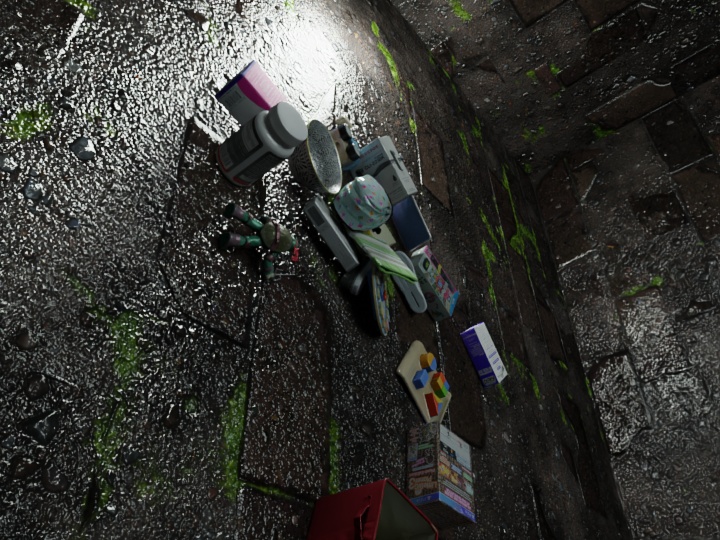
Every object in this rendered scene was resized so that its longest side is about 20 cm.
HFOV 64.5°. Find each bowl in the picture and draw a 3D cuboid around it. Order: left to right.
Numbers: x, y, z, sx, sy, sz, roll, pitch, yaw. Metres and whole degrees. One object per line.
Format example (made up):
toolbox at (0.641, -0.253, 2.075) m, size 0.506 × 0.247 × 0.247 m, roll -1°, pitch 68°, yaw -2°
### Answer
bowl at (-0.132, -0.288, 1.506) m, size 0.200 × 0.093 × 0.203 m, roll -13°, pitch 90°, yaw -70°

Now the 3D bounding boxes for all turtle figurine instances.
turtle figurine at (-0.206, -0.069, 1.243) m, size 0.199 × 0.100 × 0.151 m, roll 22°, pitch 49°, yaw -41°

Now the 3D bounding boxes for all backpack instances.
backpack at (0.004, -0.185, 1.560) m, size 0.167 × 0.127 × 0.200 m, roll 45°, pitch 23°, yaw 6°

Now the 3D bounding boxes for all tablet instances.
tablet at (0.152, -0.172, 1.848) m, size 0.014 × 0.130 × 0.202 m, roll -19°, pitch 83°, yaw -37°

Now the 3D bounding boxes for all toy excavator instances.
toy excavator at (-0.053, -0.394, 1.752) m, size 0.196 × 0.099 × 0.200 m, roll 68°, pitch 17°, yaw 5°

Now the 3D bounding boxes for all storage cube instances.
storage cube at (0.013, 0.515, 1.035) m, size 0.200 × 0.179 × 0.172 m, roll 49°, pitch 33°, yaw -21°

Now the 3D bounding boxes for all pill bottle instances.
pill bottle at (-0.219, -0.283, 1.279) m, size 0.114 × 0.199 × 0.115 m, roll 37°, pitch 39°, yaw -37°

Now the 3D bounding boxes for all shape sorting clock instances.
shape sorting clock at (0.056, 0.073, 1.519) m, size 0.200 × 0.039 × 0.202 m, roll -11°, pitch 90°, yaw -81°

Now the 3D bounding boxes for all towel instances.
towel at (0.054, -0.037, 1.529) m, size 0.148 × 0.031 × 0.200 m, roll 20°, pitch 21°, yaw -37°

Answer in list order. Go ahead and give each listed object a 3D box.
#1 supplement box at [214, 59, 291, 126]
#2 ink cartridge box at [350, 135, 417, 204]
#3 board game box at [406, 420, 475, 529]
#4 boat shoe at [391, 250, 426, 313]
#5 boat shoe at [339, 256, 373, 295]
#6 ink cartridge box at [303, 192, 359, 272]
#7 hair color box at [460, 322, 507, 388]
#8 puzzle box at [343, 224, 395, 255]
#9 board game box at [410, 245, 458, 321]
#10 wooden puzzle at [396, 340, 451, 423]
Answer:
supplement box at (-0.247, -0.403, 1.430) m, size 0.200 × 0.101 × 0.104 m, roll 49°, pitch 32°, yaw -24°
ink cartridge box at (0.064, -0.297, 1.787) m, size 0.201 × 0.144 × 0.084 m, roll 62°, pitch 31°, yaw 0°
board game box at (0.196, 0.504, 1.409) m, size 0.159 × 0.096 × 0.201 m, roll 42°, pitch 36°, yaw -32°
boat shoe at (0.143, 0.037, 1.742) m, size 0.062 × 0.071 × 0.202 m, roll -6°, pitch 74°, yaw -84°
boat shoe at (0.000, 0.000, 1.538) m, size 0.056 × 0.069 × 0.200 m, roll 22°, pitch 28°, yaw 9°
ink cartridge box at (-0.077, -0.107, 1.523) m, size 0.201 × 0.043 × 0.174 m, roll 55°, pitch 6°, yaw -14°
hair color box at (0.427, 0.290, 1.972) m, size 0.109 × 0.065 × 0.201 m, roll -12°, pitch 75°, yaw -60°
puzzle box at (0.023, -0.120, 1.691) m, size 0.134 × 0.025 × 0.200 m, roll 60°, pitch 30°, yaw 6°
board game box at (0.231, 0.042, 1.849) m, size 0.201 × 0.064 × 0.148 m, roll 56°, pitch 31°, yaw -14°
wooden puzzle at (0.191, 0.314, 1.602) m, size 0.201 × 0.046 × 0.185 m, roll 58°, pitch 30°, yaw -8°
